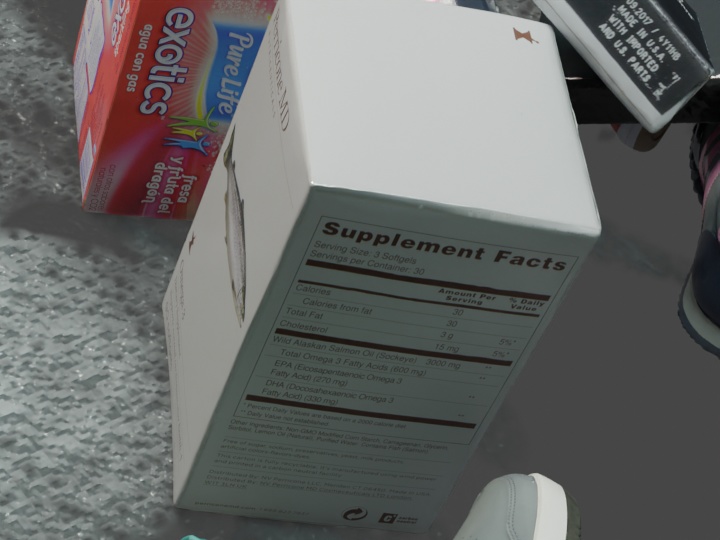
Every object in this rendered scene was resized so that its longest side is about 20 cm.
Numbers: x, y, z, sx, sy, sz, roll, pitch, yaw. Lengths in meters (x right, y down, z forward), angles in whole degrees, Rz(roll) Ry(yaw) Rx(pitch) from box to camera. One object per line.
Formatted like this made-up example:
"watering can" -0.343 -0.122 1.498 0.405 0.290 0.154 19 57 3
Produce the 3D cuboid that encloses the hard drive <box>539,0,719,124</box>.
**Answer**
"hard drive" 0.167 -0.159 1.090 0.139 0.033 0.200 1 53 15

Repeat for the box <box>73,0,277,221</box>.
"box" -0.064 -0.124 0.949 0.095 0.200 0.103 4 47 -18

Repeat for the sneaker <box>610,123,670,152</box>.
"sneaker" 0.142 -0.143 1.152 0.112 0.071 0.200 32 38 3

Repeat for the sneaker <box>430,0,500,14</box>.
"sneaker" 0.017 -0.138 1.109 0.082 0.070 0.200 -24 61 -12

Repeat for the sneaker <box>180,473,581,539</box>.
"sneaker" -0.008 0.118 0.715 0.121 0.084 0.200 35 43 -4

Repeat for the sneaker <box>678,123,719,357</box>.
"sneaker" 0.208 -0.046 1.071 0.070 0.082 0.200 18 44 -7

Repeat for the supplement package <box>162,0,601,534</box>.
"supplement package" 0.000 0.000 0.861 0.117 0.200 0.117 8 46 -17

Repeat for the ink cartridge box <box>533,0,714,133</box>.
"ink cartridge box" 0.073 -0.163 0.925 0.198 0.043 0.200 48 13 -9
